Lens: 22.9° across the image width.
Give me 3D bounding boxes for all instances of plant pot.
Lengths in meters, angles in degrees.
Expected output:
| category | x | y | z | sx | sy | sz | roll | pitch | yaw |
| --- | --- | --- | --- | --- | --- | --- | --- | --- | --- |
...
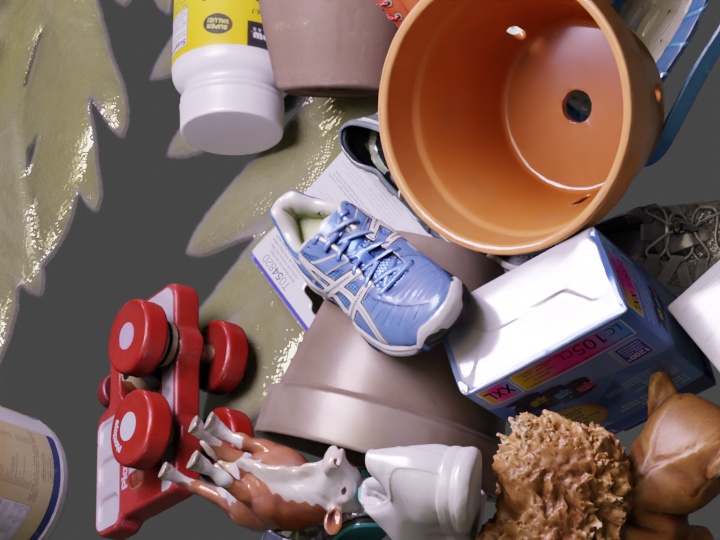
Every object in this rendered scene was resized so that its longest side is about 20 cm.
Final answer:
| category | x | y | z | sx | sy | sz | roll | pitch | yaw |
| --- | --- | --- | --- | --- | --- | --- | --- | --- | --- |
| plant pot | 0.130 | -0.117 | 1.281 | 0.198 | 0.140 | 0.203 | 4 | 97 | 31 |
| plant pot | 0.034 | 0.068 | 1.364 | 0.198 | 0.199 | 0.175 | 8 | 78 | 36 |
| plant pot | -0.015 | -0.243 | 1.547 | 0.199 | 0.199 | 0.177 | 1 | 90 | 34 |

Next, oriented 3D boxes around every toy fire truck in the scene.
| category | x | y | z | sx | sy | sz | roll | pitch | yaw |
| --- | --- | --- | --- | --- | --- | --- | --- | --- | --- |
| toy fire truck | -0.187 | 0.122 | 1.570 | 0.167 | 0.111 | 0.202 | -30 | 55 | 43 |

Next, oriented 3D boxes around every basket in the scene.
| category | x | y | z | sx | sy | sz | roll | pitch | yaw |
| --- | --- | --- | --- | --- | --- | --- | --- | --- | --- |
| basket | 0.206 | -0.187 | 1.389 | 0.200 | 0.139 | 0.177 | 34 | 93 | 46 |

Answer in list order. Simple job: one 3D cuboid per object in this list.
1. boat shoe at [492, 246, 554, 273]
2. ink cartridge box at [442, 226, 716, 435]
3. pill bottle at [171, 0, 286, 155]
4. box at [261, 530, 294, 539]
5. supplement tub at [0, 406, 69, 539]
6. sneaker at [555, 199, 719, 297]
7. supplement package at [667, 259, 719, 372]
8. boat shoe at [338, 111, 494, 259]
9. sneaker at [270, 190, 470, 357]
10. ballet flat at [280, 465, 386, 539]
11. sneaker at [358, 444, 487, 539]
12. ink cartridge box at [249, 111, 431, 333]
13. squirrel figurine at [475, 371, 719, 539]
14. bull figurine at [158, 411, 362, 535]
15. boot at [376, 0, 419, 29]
| category | x | y | z | sx | sy | sz | roll | pitch | yaw |
| --- | --- | --- | --- | --- | --- | --- | --- | --- | --- |
| boat shoe | 0.125 | -0.080 | 1.423 | 0.074 | 0.063 | 0.202 | -2 | 53 | 1 |
| ink cartridge box | 0.166 | 0.061 | 1.283 | 0.136 | 0.200 | 0.077 | -29 | 58 | 21 |
| pill bottle | -0.117 | -0.217 | 1.637 | 0.113 | 0.114 | 0.202 | -14 | 66 | 29 |
| box | 0.025 | 0.301 | 1.290 | 0.199 | 0.196 | 0.125 | 24 | 87 | 37 |
| supplement tub | -0.376 | 0.182 | 1.607 | 0.143 | 0.200 | 0.146 | -13 | 65 | 30 |
| sneaker | 0.240 | -0.015 | 1.336 | 0.198 | 0.082 | 0.076 | -15 | 64 | 29 |
| supplement package | 0.326 | 0.074 | 1.223 | 0.109 | 0.114 | 0.201 | -43 | 54 | 11 |
| boat shoe | 0.045 | -0.067 | 1.424 | 0.200 | 0.061 | 0.073 | 51 | 132 | 47 |
| sneaker | 0.000 | 0.000 | 1.266 | 0.076 | 0.077 | 0.199 | -52 | 39 | -10 |
| ballet flat | -0.028 | 0.211 | 1.408 | 0.201 | 0.071 | 0.073 | -52 | 44 | 49 |
| sneaker | 0.041 | 0.173 | 1.251 | 0.087 | 0.201 | 0.076 | 10 | 56 | 10 |
| ink cartridge box | 0.025 | -0.018 | 1.509 | 0.200 | 0.041 | 0.200 | -45 | 55 | 11 |
| squirrel figurine | 0.178 | 0.165 | 1.234 | 0.187 | 0.199 | 0.142 | -52 | 45 | 21 |
| bull figurine | -0.073 | 0.155 | 1.316 | 0.066 | 0.121 | 0.200 | -63 | 11 | -21 |
| boot | 0.056 | -0.206 | 1.465 | 0.106 | 0.075 | 0.202 | 1 | 106 | -4 |
